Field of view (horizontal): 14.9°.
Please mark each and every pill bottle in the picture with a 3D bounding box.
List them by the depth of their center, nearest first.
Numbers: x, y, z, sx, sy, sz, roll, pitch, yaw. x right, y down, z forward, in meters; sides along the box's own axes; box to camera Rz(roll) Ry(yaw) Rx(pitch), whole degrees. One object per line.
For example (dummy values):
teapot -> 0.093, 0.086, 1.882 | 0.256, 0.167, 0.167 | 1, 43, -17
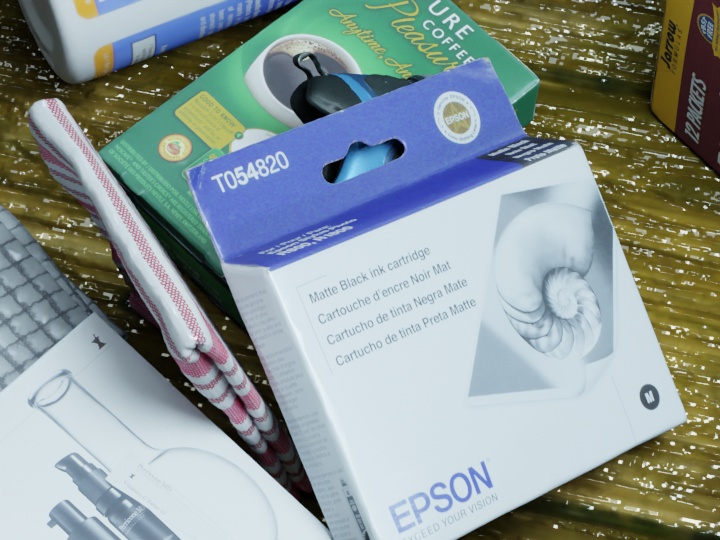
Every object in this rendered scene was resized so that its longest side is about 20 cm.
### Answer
pill bottle -> -0.081, -0.181, 1.428 | 0.200, 0.112, 0.112 | -22, 60, -13

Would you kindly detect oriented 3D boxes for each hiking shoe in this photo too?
hiking shoe -> 0.000, 0.000, 1.311 | 0.087, 0.074, 0.200 | 7, 72, -18

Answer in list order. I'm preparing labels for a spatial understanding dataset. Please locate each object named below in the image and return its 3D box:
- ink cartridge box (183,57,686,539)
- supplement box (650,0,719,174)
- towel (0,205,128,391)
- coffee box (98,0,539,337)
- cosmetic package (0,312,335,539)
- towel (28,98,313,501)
ink cartridge box -> 0.039, 0.013, 1.253 | 0.199, 0.041, 0.200 | -24, 91, -37
supplement box -> 0.284, -0.108, 1.362 | 0.200, 0.133, 0.197 | -34, 64, -19
towel -> -0.214, 0.047, 1.302 | 0.200, 0.086, 0.166 | 42, 59, 18
coffee box -> -0.020, -0.068, 1.394 | 0.200, 0.044, 0.123 | -39, 67, -21
cosmetic package -> -0.128, 0.131, 1.176 | 0.151, 0.052, 0.200 | 41, 50, 7
towel -> -0.087, 0.020, 1.251 | 0.030, 0.200, 0.146 | -34, 62, -3
